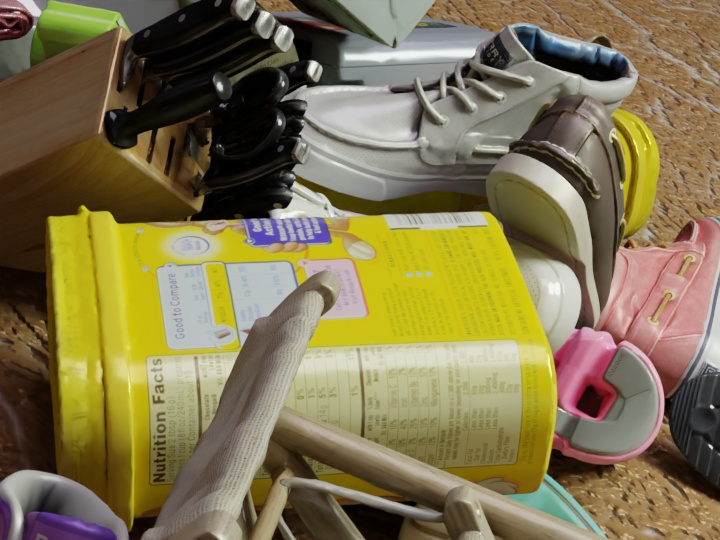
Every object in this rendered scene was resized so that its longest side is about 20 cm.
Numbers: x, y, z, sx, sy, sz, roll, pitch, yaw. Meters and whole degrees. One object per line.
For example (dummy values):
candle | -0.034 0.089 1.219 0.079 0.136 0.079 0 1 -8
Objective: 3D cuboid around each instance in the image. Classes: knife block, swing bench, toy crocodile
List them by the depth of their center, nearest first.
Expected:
swing bench | 0.006 0.134 0.662 0.200 0.130 0.199 38 23 -6
knife block | -0.121 -0.067 0.898 0.198 0.176 0.064 9 57 -2
toy crocodile | -0.128 -0.085 0.999 0.067 0.062 0.200 12 -13 2

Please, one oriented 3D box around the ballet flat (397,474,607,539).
ballet flat | 0.032 0.100 0.899 0.070 0.068 0.200 -19 44 -32

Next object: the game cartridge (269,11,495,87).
game cartridge | -0.002 -0.144 1.273 0.132 0.041 0.200 -1 12 -29

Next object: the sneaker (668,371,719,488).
sneaker | 0.257 0.108 1.100 0.199 0.071 0.082 23 4 -5

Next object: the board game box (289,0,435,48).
board game box | -0.042 -0.210 1.167 0.147 0.064 0.200 40 -1 -22

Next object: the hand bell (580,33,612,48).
hand bell | 0.071 -0.147 1.420 0.199 0.105 0.104 21 22 22

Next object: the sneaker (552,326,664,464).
sneaker | 0.075 0.044 1.052 0.199 0.079 0.095 33 0 21

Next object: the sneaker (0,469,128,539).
sneaker | -0.113 0.138 0.615 0.072 0.115 0.201 17 27 -19

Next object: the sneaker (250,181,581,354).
sneaker | 0.000 0.000 0.970 0.199 0.074 0.115 10 -6 35

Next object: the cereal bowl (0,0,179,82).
cereal bowl | -0.208 -0.146 1.132 0.199 0.084 0.200 20 24 -9

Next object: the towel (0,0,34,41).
towel | -0.273 -0.164 1.003 0.143 0.023 0.200 -12 40 -34

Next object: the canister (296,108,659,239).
canister | 0.065 -0.059 1.182 0.148 0.087 0.199 20 19 37

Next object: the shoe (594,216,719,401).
shoe | 0.179 0.005 1.203 0.091 0.072 0.200 29 28 -2

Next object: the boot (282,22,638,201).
boot | 0.049 -0.090 1.016 0.199 0.096 0.074 1 45 -35

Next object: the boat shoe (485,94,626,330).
boat shoe | 0.104 -0.023 1.019 0.072 0.060 0.200 30 -17 18

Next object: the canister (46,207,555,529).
canister | -0.030 0.037 0.836 0.198 0.087 0.149 -2 35 -10

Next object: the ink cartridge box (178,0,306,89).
ink cartridge box | -0.097 -0.185 1.181 0.047 0.201 0.160 -25 41 -15
